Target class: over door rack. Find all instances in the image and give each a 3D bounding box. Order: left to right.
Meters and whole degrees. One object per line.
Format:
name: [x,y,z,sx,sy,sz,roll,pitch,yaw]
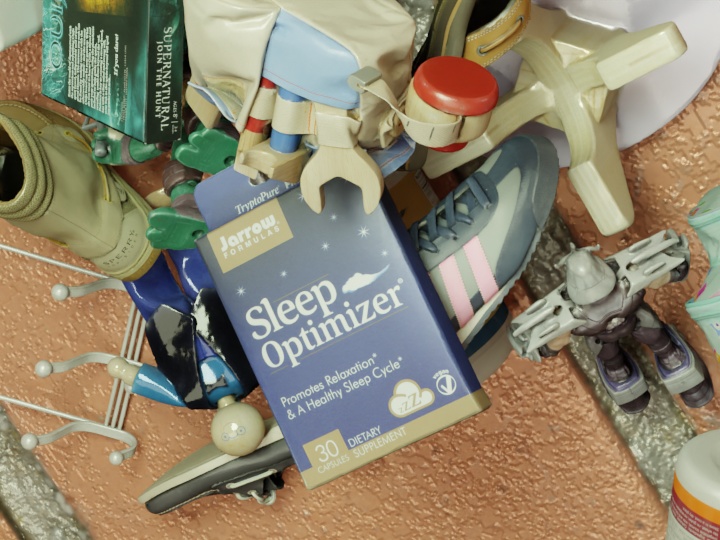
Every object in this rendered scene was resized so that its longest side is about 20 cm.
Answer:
over door rack: [-0.256,0.055,1.364,0.200,0.067,0.148,21,116,10]

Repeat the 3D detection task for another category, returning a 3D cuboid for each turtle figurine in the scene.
turtle figurine: [-0.126,-0.115,1.164,0.101,0.200,0.150,-8,135,-16]

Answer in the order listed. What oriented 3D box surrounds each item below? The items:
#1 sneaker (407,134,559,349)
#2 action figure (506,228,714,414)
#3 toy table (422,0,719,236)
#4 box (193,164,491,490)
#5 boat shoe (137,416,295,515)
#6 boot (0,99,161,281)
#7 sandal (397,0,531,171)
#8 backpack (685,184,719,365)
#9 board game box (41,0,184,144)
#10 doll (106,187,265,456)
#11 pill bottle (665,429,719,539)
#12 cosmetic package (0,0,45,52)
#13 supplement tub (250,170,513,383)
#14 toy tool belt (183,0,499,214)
sneaker: [0.043,-0.005,1.077,0.082,0.070,0.200,23,107,-30]
action figure: [0.164,0.032,1.148,0.130,0.069,0.200,-22,146,13]
toy table: [0.133,-0.123,1.128,0.200,0.117,0.184,-39,95,29]
box: [-0.019,0.016,1.052,0.121,0.032,0.200,-27,84,19]
boat shoe: [-0.080,0.153,1.340,0.200,0.073,0.063,-26,98,22]
boot: [-0.241,-0.078,1.224,0.073,0.155,0.200,-51,55,7]
sandal: [0.068,-0.141,1.037,0.055,0.082,0.200,18,117,-5]
backpack: [0.287,-0.001,1.075,0.176,0.200,0.153,-24,102,27]
board game box: [-0.151,-0.190,1.073,0.135,0.028,0.200,27,119,48]
doll: [-0.124,0.043,1.291,0.136,0.048,0.200,-25,88,0]
pill bottle: [0.262,0.219,1.226,0.109,0.110,0.200,10,114,15]
cosmetic package: [-0.281,-0.238,1.176,0.165,0.200,0.165,-4,110,20]
supplement tub: [0.000,0.000,1.207,0.145,0.145,0.200,-29,100,27]
toy tool belt: [-0.018,-0.095,0.996,0.200,0.125,0.123,33,132,23]
